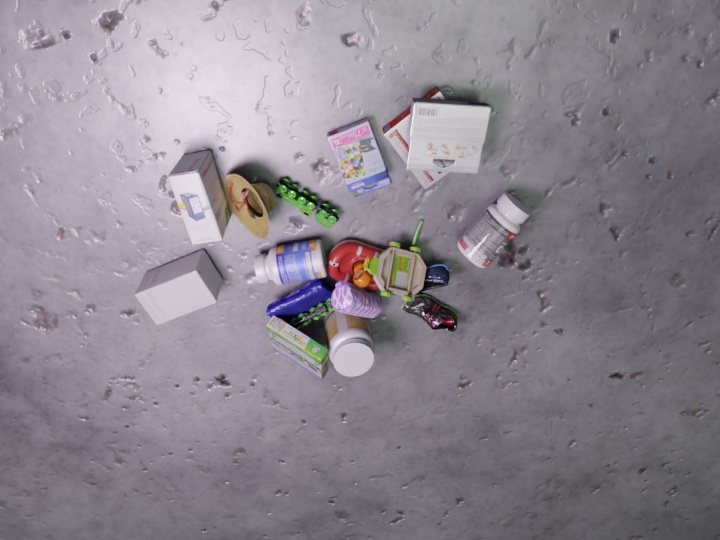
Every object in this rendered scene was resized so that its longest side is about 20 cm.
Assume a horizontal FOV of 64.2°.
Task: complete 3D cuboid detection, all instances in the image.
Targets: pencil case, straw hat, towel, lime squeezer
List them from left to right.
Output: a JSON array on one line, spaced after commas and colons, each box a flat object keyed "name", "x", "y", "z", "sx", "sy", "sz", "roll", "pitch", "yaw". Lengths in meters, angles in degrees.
[{"name": "straw hat", "x": -0.277, "y": -0.192, "z": 1.552, "sx": 0.085, "sy": 0.200, "sz": 0.203, "roll": -34, "pitch": 128, "yaw": -32}, {"name": "towel", "x": -0.174, "y": 0.091, "z": 1.740, "sx": 0.198, "sy": 0.050, "sz": 0.148, "roll": -27, "pitch": 158, "yaw": 13}, {"name": "pencil case", "x": -0.011, "y": 0.090, "z": 1.693, "sx": 0.083, "sy": 0.086, "sz": 0.200, "roll": -29, "pitch": 156, "yaw": 20}, {"name": "lime squeezer", "x": 0.170, "y": -0.049, "z": 1.706, "sx": 0.070, "sy": 0.038, "sz": 0.202, "roll": -13, "pitch": 121, "yaw": 4}]

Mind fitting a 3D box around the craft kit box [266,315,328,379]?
[{"name": "craft kit box", "x": -0.189, "y": 0.238, "z": 1.752, "sx": 0.199, "sy": 0.049, "sz": 0.198, "roll": 31, "pitch": 158, "yaw": 11}]

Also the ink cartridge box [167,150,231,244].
[{"name": "ink cartridge box", "x": -0.419, "y": -0.194, "z": 1.515, "sx": 0.086, "sy": 0.146, "sz": 0.202, "roll": -7, "pitch": 123, "yaw": 4}]

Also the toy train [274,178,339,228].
[{"name": "toy train", "x": -0.150, "y": -0.183, "z": 1.593, "sx": 0.199, "sy": 0.042, "sz": 0.056, "roll": 31, "pitch": 133, "yaw": -16}]

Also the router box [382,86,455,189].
[{"name": "router box", "x": 0.186, "y": -0.345, "z": 1.517, "sx": 0.179, "sy": 0.049, "sz": 0.200, "roll": -34, "pitch": 118, "yaw": 16}]

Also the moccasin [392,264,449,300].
[{"name": "moccasin", "x": 0.170, "y": 0.039, "z": 1.719, "sx": 0.199, "sy": 0.069, "sz": 0.080, "roll": -22, "pitch": 142, "yaw": 28}]

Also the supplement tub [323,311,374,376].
[{"name": "supplement tub", "x": -0.034, "y": 0.211, "z": 1.752, "sx": 0.143, "sy": 0.201, "sz": 0.146, "roll": -4, "pitch": 120, "yaw": -7}]

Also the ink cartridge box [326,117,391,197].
[{"name": "ink cartridge box", "x": 0.000, "y": -0.294, "z": 1.545, "sx": 0.118, "sy": 0.042, "sz": 0.201, "roll": -19, "pitch": 123, "yaw": 8}]

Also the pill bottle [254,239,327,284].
[{"name": "pill bottle", "x": -0.201, "y": -0.020, "z": 1.657, "sx": 0.197, "sy": 0.112, "sz": 0.113, "roll": -9, "pitch": 122, "yaw": 2}]

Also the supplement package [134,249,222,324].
[{"name": "supplement package", "x": -0.522, "y": 0.049, "z": 1.665, "sx": 0.198, "sy": 0.122, "sz": 0.121, "roll": -20, "pitch": 121, "yaw": 10}]

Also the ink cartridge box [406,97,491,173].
[{"name": "ink cartridge box", "x": 0.220, "y": -0.342, "z": 1.466, "sx": 0.197, "sy": 0.044, "sz": 0.175, "roll": 2, "pitch": 121, "yaw": -6}]

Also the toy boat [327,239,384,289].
[{"name": "toy boat", "x": 0.000, "y": 0.000, "z": 1.670, "sx": 0.198, "sy": 0.131, "sz": 0.131, "roll": 17, "pitch": 119, "yaw": -14}]

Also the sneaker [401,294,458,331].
[{"name": "sneaker", "x": 0.224, "y": 0.135, "z": 1.796, "sx": 0.198, "sy": 0.084, "sz": 0.077, "roll": 19, "pitch": 118, "yaw": -15}]

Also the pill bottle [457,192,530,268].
[{"name": "pill bottle", "x": 0.379, "y": -0.115, "z": 1.633, "sx": 0.113, "sy": 0.114, "sz": 0.200, "roll": 30, "pitch": 116, "yaw": -20}]

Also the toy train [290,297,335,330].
[{"name": "toy train", "x": -0.125, "y": 0.126, "z": 1.745, "sx": 0.199, "sy": 0.056, "sz": 0.042, "roll": -29, "pitch": 81, "yaw": 12}]

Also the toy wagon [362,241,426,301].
[{"name": "toy wagon", "x": 0.094, "y": -0.002, "z": 1.637, "sx": 0.198, "sy": 0.039, "sz": 0.157, "roll": 13, "pitch": 85, "yaw": -22}]
